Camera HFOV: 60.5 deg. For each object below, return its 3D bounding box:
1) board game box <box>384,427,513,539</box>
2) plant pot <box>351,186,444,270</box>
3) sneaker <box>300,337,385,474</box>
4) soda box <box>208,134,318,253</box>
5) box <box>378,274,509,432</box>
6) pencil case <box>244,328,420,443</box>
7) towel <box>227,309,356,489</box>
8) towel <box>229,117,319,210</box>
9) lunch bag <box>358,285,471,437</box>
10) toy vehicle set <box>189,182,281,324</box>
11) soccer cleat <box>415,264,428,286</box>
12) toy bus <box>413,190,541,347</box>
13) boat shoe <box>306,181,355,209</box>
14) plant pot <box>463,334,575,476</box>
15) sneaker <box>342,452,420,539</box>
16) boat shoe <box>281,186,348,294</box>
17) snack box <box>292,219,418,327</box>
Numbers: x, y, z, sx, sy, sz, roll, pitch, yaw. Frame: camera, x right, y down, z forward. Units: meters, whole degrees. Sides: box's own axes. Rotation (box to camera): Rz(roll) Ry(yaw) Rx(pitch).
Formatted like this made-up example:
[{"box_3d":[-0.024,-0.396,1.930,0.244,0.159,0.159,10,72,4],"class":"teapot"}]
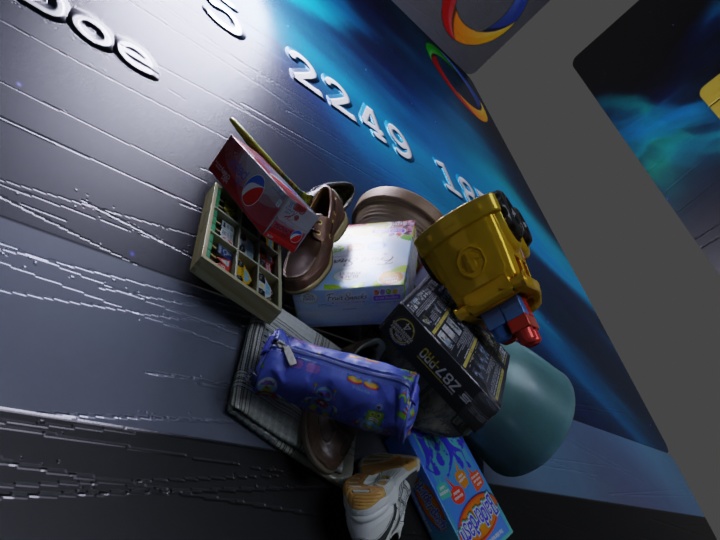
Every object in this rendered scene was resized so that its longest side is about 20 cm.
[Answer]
[{"box_3d":[0.131,0.317,0.901,0.150,0.045,0.204,2,56,-57],"class":"board game box"},{"box_3d":[0.061,-0.040,1.089,0.200,0.199,0.094,43,56,-17],"class":"plant pot"},{"box_3d":[-0.016,0.153,0.766,0.070,0.075,0.202,42,32,-16],"class":"sneaker"},{"box_3d":[-0.142,-0.112,0.877,0.069,0.064,0.200,30,12,-47],"class":"soda box"},{"box_3d":[0.114,0.090,0.772,0.161,0.049,0.200,45,19,5],"class":"box"},{"box_3d":[-0.027,0.126,0.696,0.194,0.088,0.080,18,53,3],"class":"pencil case"},{"box_3d":[-0.071,0.149,0.791,0.199,0.034,0.195,41,29,-24],"class":"towel"},{"box_3d":[-0.135,-0.166,0.993,0.200,0.018,0.086,47,-5,20],"class":"towel"},{"box_3d":[0.096,0.139,0.929,0.167,0.139,0.201,43,14,-21],"class":"lunch bag"},{"box_3d":[-0.161,-0.029,0.830,0.123,0.026,0.202,37,22,-27],"class":"toy vehicle set"},{"box_3d":[0.097,0.030,1.029,0.067,0.196,0.078,48,20,-42],"class":"soccer cleat"},{"box_3d":[0.183,0.016,0.825,0.199,0.134,0.197,16,46,-62],"class":"toy bus"},{"box_3d":[-0.065,-0.118,1.080,0.073,0.065,0.201,53,27,-3],"class":"boat shoe"},{"box_3d":[0.224,0.205,1.021,0.160,0.200,0.203,38,30,-18],"class":"plant pot"},{"box_3d":[0.025,0.286,0.764,0.199,0.073,0.091,0,86,-69],"class":"sneaker"},{"box_3d":[-0.072,-0.047,0.892,0.203,0.070,0.069,-69,149,-47],"class":"boat shoe"},{"box_3d":[0.000,0.000,0.934,0.202,0.162,0.070,-75,158,-57],"class":"snack box"}]
